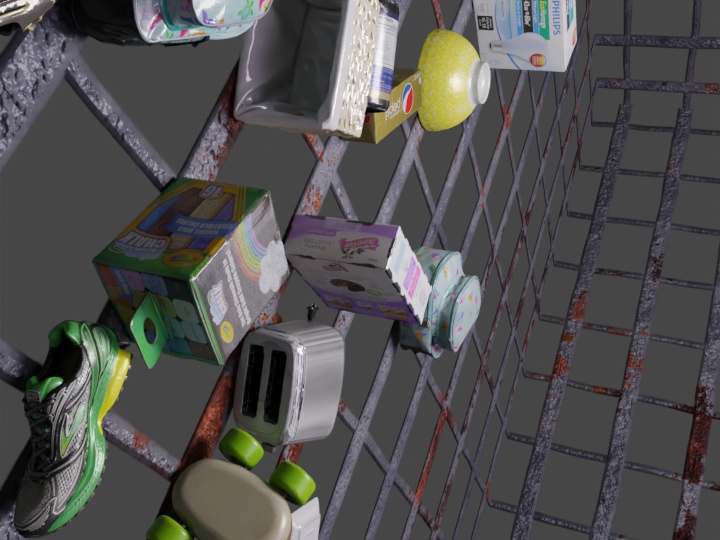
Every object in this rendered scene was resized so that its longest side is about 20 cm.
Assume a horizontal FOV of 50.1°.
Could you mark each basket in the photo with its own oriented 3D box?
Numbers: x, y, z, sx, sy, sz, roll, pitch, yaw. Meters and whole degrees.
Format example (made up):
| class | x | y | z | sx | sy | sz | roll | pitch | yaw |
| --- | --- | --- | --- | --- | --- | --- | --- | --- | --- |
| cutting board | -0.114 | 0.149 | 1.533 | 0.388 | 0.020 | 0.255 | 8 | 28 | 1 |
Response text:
| class | x | y | z | sx | sy | sz | roll | pitch | yaw |
| --- | --- | --- | --- | --- | --- | --- | --- | --- | --- |
| basket | -0.061 | -0.268 | 0.960 | 0.123 | 0.135 | 0.200 | 6 | 93 | -70 |

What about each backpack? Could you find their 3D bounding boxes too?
| class | x | y | z | sx | sy | sz | roll | pitch | yaw |
| --- | --- | --- | --- | --- | --- | --- | --- | --- | --- |
| backpack | -0.162 | -0.298 | 0.715 | 0.200 | 0.150 | 0.178 | -38 | 131 | -63 |
| backpack | 0.153 | 0.057 | 1.548 | 0.176 | 0.153 | 0.200 | -47 | 134 | -43 |

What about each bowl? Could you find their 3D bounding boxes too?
| class | x | y | z | sx | sy | sz | roll | pitch | yaw |
| --- | --- | --- | --- | --- | --- | --- | --- | --- | --- |
| bowl | 0.194 | -0.372 | 1.522 | 0.200 | 0.108 | 0.200 | 10 | 90 | -67 |

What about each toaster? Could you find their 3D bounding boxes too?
| class | x | y | z | sx | sy | sz | roll | pitch | yaw |
| --- | --- | --- | --- | --- | --- | --- | --- | --- | --- |
| toaster | -0.097 | 0.147 | 1.061 | 0.129 | 0.114 | 0.200 | 0 | 101 | -64 |

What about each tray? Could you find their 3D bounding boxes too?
| class | x | y | z | sx | sy | sz | roll | pitch | yaw |
| --- | --- | --- | --- | --- | --- | --- | --- | --- | --- |
| tray | -0.100 | 0.494 | 1.297 | 0.107 | 0.022 | 0.200 | -9 | 107 | -66 |

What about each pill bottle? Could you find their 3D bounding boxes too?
| class | x | y | z | sx | sy | sz | roll | pitch | yaw |
| --- | --- | --- | --- | --- | --- | --- | --- | --- | --- |
| pill bottle | -0.004 | -0.329 | 1.088 | 0.112 | 0.112 | 0.200 | -10 | 107 | -65 |

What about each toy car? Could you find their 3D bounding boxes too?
| class | x | y | z | sx | sy | sz | roll | pitch | yaw |
| --- | --- | --- | --- | --- | --- | --- | --- | --- | --- |
| toy car | -0.152 | 0.331 | 0.983 | 0.164 | 0.158 | 0.200 | -50 | 156 | -29 |

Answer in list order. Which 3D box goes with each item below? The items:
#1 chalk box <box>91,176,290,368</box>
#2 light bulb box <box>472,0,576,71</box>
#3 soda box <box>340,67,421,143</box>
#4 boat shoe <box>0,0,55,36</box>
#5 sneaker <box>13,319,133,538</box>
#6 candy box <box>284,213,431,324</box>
| class | x | y | z | sx | sy | sz | roll | pitch | yaw |
| --- | --- | --- | --- | --- | --- | --- | --- | --- | --- |
| chalk box | -0.182 | 0.011 | 0.806 | 0.200 | 0.124 | 0.125 | -55 | 147 | -42 |
| light bulb box | 0.374 | -0.566 | 1.738 | 0.198 | 0.200 | 0.125 | 69 | 37 | -48 |
| soda box | 0.036 | -0.272 | 1.258 | 0.200 | 0.064 | 0.068 | -47 | 140 | -51 |
| boat shoe | -0.278 | -0.205 | 0.576 | 0.201 | 0.072 | 0.061 | -41 | 140 | -45 |
| sneaker | -0.282 | 0.140 | 0.707 | 0.085 | 0.078 | 0.200 | 39 | 54 | -56 |
| candy box | 0.000 | 0.000 | 1.152 | 0.200 | 0.168 | 0.072 | 56 | 48 | -58 |
